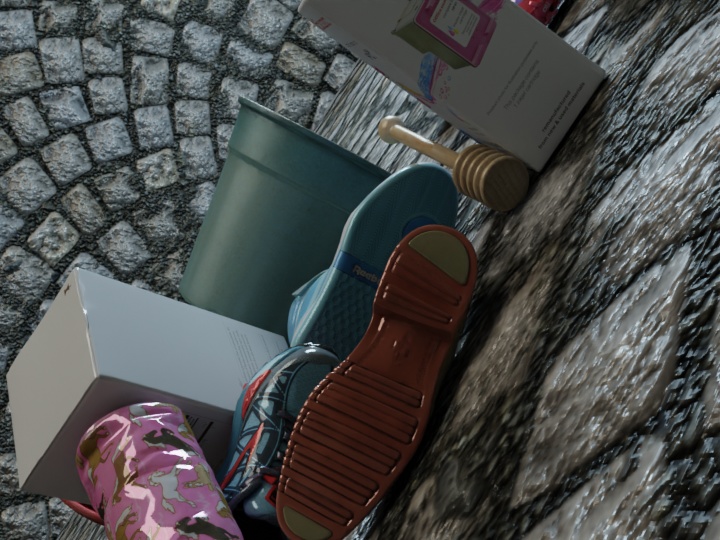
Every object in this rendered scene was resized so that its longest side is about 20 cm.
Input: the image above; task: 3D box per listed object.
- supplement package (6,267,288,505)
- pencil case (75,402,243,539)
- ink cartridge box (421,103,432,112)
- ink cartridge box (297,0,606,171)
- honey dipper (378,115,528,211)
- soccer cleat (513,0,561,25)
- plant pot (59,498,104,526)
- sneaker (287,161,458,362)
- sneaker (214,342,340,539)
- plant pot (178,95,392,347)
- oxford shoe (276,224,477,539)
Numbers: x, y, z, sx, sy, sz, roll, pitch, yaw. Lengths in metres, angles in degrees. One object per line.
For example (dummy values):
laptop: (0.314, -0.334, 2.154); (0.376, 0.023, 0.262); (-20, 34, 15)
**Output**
supplement package: (-0.152, 0.105, 0.896); (0.120, 0.198, 0.122); (-51, 39, 22)
pencil case: (-0.122, 0.171, 0.739); (0.201, 0.085, 0.084); (-124, 34, -49)
ink cartridge box: (0.113, -0.306, 1.255); (0.201, 0.043, 0.200); (-64, -18, -44)
ink cartridge box: (0.056, -0.164, 0.828); (0.085, 0.199, 0.145); (-54, 9, 4)
honey dipper: (0.060, -0.085, 0.858); (0.038, 0.038, 0.200); (-55, 27, 2)
soccer cleat: (0.155, -0.241, 1.043); (0.201, 0.068, 0.074); (-52, 28, 20)
plant pot: (-0.270, 0.209, 1.342); (0.202, 0.198, 0.178); (-60, -1, -26)
sneaker: (0.000, 0.000, 0.943); (0.201, 0.079, 0.131); (-56, 10, -1)
sneaker: (-0.058, 0.149, 0.809); (0.202, 0.079, 0.095); (-63, 24, -4)
plant pot: (-0.072, -0.036, 1.138); (0.198, 0.198, 0.200); (-62, 9, 4)
oxford shoe: (0.017, 0.075, 0.695); (0.202, 0.070, 0.074); (-59, -16, -12)
